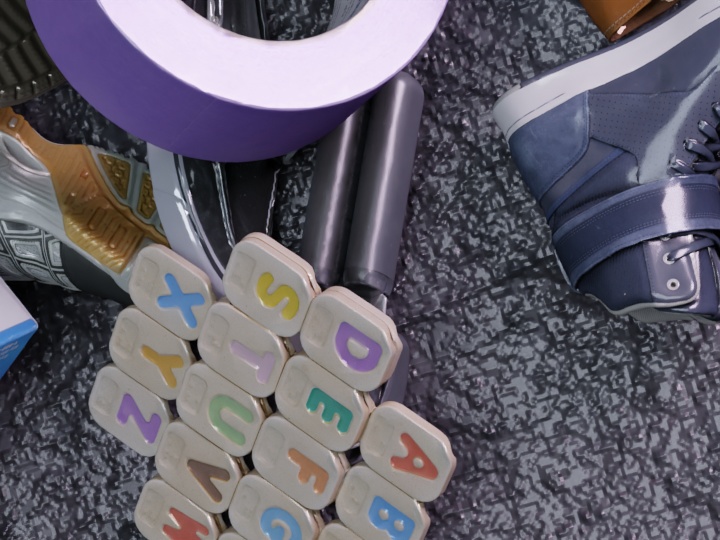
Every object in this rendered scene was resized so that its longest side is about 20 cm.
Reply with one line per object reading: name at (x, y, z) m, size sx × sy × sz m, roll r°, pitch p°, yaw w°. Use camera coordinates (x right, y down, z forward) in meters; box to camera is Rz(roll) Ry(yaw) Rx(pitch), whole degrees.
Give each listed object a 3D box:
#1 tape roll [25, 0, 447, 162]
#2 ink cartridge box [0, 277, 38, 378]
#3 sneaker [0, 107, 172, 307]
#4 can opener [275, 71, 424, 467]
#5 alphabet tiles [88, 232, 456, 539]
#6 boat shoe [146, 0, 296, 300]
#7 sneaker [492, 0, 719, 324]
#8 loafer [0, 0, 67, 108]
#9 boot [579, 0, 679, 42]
tape roll at (-0.060, -0.160, 1.382) m, size 0.200 × 0.085 × 0.200 m, roll 6°, pitch 73°, yaw -21°
ink cartridge box at (-0.294, 0.059, 1.434) m, size 0.145 × 0.147 × 0.200 m, roll 48°, pitch 127°, yaw 12°
sneaker at (-0.165, -0.023, 1.487) m, size 0.200 × 0.076 × 0.088 m, roll 30°, pitch 130°, yaw 3°
can opener at (0.000, 0.000, 1.449) m, size 0.053 × 0.067 × 0.200 m, roll 4°, pitch 77°, yaw 26°
alphabet tiles at (-0.049, 0.081, 1.419) m, size 0.195 × 0.015 × 0.200 m, roll 34°, pitch 126°, yaw 17°
boat shoe at (-0.064, -0.080, 1.454) m, size 0.068 × 0.074 × 0.200 m, roll -15°, pitch 74°, yaw 28°
sneaker at (0.177, -0.056, 1.378) m, size 0.202 × 0.077 × 0.146 m, roll -27°, pitch 69°, yaw 22°
loafer at (-0.153, -0.159, 1.441) m, size 0.068 × 0.076 × 0.200 m, roll 7°, pitch 50°, yaw 50°
boot at (0.154, -0.222, 1.399) m, size 0.200 × 0.077 × 0.155 m, roll -35°, pitch 77°, yaw 13°
